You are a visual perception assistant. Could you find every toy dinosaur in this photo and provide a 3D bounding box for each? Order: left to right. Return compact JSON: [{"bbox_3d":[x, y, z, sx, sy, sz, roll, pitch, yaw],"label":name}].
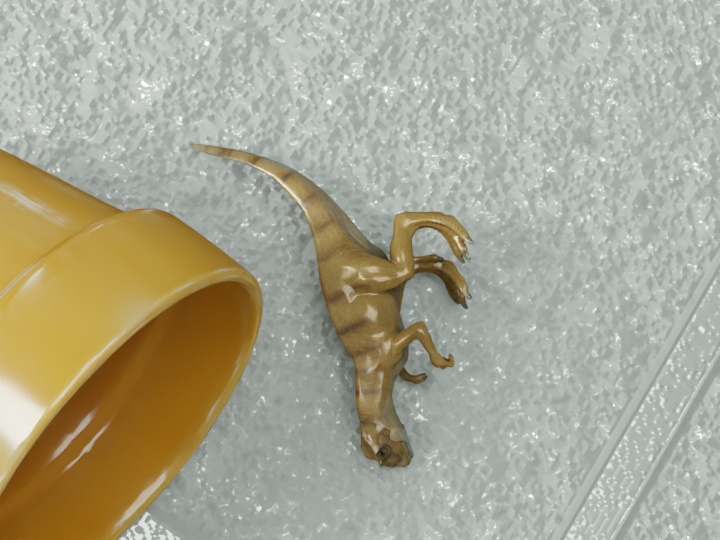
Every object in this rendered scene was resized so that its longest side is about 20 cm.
[{"bbox_3d":[0.000,0.000,1.240,0.106,0.060,0.201,-20,79,-16],"label":"toy dinosaur"}]

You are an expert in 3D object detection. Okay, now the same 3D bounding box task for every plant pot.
[{"bbox_3d":[-0.178,0.027,1.134,0.183,0.200,0.200,39,69,16],"label":"plant pot"}]
